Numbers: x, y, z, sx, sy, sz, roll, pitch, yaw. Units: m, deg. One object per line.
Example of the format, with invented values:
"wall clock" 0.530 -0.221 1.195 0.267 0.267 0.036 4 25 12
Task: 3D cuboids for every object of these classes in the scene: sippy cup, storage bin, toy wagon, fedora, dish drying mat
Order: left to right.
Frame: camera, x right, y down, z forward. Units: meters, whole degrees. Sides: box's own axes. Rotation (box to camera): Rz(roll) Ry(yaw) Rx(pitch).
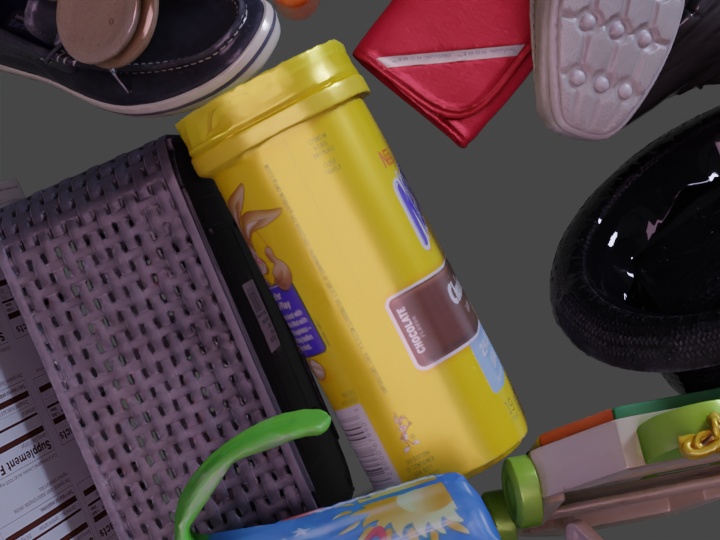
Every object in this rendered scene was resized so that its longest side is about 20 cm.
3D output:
"storage bin" -0.085 0.043 0.780 0.094 0.135 0.200 -22 92 6
"sippy cup" 0.004 0.152 0.667 0.130 0.140 0.178 -25 136 -5
"dish drying mat" 0.085 -0.160 0.794 0.077 0.018 0.200 39 85 -2
"toy wagon" 0.140 0.087 0.735 0.155 0.200 0.040 -10 70 -8
"fedora" 0.194 -0.001 0.764 0.200 0.201 0.092 -30 121 6

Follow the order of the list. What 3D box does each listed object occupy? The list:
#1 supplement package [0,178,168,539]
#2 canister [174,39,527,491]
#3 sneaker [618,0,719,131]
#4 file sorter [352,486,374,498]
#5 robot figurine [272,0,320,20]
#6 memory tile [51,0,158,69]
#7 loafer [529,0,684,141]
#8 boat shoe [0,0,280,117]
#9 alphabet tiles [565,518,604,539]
"supplement package" -0.233 0.089 0.771 0.191 0.147 0.200 -22 92 20
"canister" 0.000 0.000 0.767 0.086 0.149 0.200 -27 94 4
"sneaker" 0.192 -0.123 0.782 0.200 0.076 0.091 -38 116 17
"file sorter" 0.018 0.224 0.793 0.139 0.125 0.200 -28 92 6
"robot figurine" -0.052 -0.223 0.770 0.144 0.117 0.200 -27 91 40
"memory tile" -0.123 -0.202 0.721 0.153 0.017 0.200 -48 63 22
"loafer" 0.113 -0.155 0.752 0.070 0.070 0.201 16 80 -19
"boat shoe" -0.128 -0.122 0.766 0.200 0.062 0.075 15 66 32
"alphabet tiles" 0.136 0.211 0.717 0.015 0.200 0.196 -22 124 -19
